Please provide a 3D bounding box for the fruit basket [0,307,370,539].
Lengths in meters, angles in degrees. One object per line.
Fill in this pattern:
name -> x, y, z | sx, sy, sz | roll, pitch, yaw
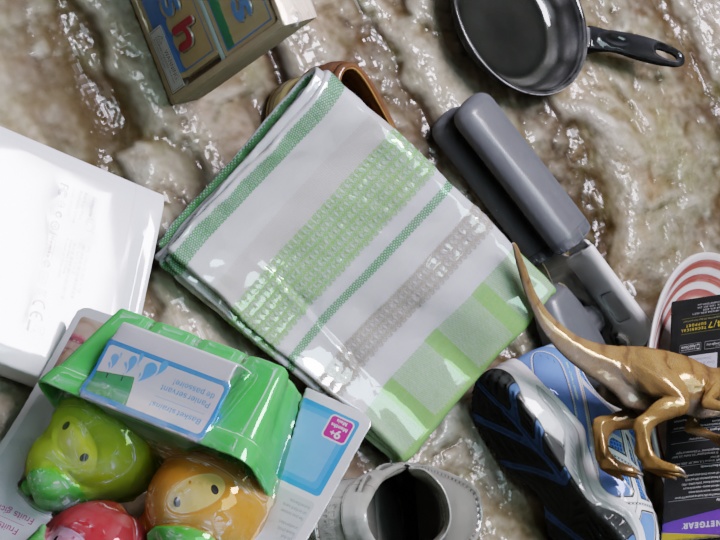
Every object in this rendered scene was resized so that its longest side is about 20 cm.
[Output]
fruit basket -> -0.118, 0.122, 1.132 | 0.200, 0.185, 0.094 | -57, 152, -27

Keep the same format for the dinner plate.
dinner plate -> 0.229, 0.089, 1.455 | 0.200, 0.024, 0.201 | 17, 68, -50

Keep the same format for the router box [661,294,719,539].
router box -> 0.264, 0.121, 1.432 | 0.200, 0.052, 0.158 | 29, 59, -48

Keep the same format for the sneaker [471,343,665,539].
sneaker -> 0.152, 0.133, 1.379 | 0.077, 0.076, 0.200 | -33, 95, -34

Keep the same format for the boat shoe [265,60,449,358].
boat shoe -> 0.012, -0.032, 1.346 | 0.072, 0.068, 0.201 | -25, 89, -38

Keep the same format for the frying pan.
frying pan -> 0.130, -0.174, 1.502 | 0.190, 0.031, 0.115 | -14, 82, -41

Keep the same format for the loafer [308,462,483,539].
loafer -> 0.024, 0.142, 1.259 | 0.200, 0.070, 0.070 | -2, 80, -61

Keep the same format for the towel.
towel -> 0.000, 0.000, 1.302 | 0.200, 0.031, 0.149 | 42, 91, -15

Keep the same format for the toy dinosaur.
toy dinosaur -> 0.165, 0.067, 1.330 | 0.199, 0.060, 0.107 | 16, 74, -9

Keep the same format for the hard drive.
hard drive -> -0.208, -0.016, 1.213 | 0.200, 0.027, 0.132 | 23, 62, -27

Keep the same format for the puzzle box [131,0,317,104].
puzzle box -> -0.104, -0.209, 1.288 | 0.025, 0.133, 0.201 | -19, 84, -38

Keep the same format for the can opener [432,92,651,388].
can opener -> 0.114, -0.020, 1.423 | 0.066, 0.053, 0.200 | -38, 97, -37
